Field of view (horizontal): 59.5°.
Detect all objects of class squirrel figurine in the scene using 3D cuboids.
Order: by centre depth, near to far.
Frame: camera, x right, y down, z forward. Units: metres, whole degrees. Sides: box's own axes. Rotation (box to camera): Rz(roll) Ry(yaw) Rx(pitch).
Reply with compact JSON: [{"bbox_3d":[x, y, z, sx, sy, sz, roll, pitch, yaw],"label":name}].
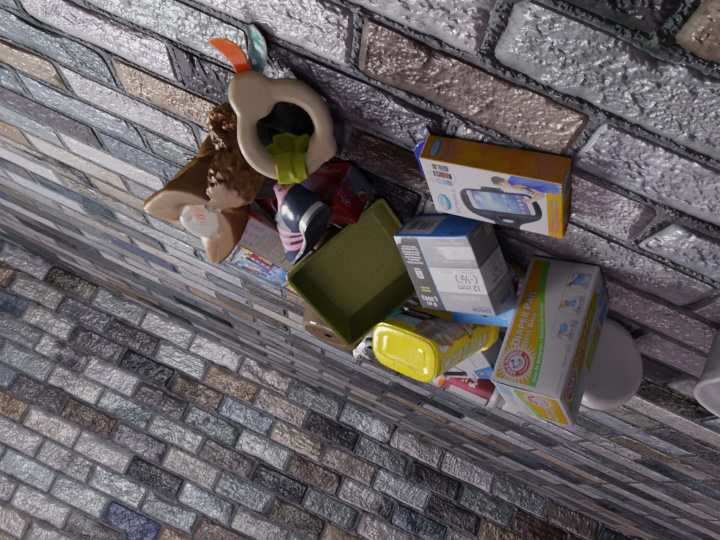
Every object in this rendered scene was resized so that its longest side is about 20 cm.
[{"bbox_3d":[-0.197,-0.151,0.923,0.140,0.189,0.199,34,133,-24],"label":"squirrel figurine"}]

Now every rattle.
[{"bbox_3d":[-0.113,-0.225,0.817,0.129,0.144,0.201,-27,115,27],"label":"rattle"}]

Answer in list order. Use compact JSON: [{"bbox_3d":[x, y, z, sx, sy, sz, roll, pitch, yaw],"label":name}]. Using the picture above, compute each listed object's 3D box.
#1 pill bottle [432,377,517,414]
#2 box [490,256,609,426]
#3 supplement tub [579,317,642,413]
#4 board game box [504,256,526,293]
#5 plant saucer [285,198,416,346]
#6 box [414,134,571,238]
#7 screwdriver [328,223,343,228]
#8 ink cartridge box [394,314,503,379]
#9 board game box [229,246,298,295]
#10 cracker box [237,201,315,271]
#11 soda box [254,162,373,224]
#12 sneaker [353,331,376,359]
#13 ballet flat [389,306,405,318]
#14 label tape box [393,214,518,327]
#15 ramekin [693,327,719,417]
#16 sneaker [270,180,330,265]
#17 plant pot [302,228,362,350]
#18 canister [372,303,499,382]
[{"bbox_3d":[0.268,0.236,1.403,0.196,0.111,0.110,22,161,8],"label":"pill bottle"},{"bbox_3d":[0.275,0.100,0.902,0.100,0.203,0.113,10,157,35],"label":"box"},{"bbox_3d":[0.356,0.165,1.056,0.142,0.147,0.200,26,160,-3],"label":"supplement tub"},{"bbox_3d":[0.186,0.018,1.047,0.156,0.040,0.200,29,160,-9],"label":"board game box"},{"bbox_3d":[0.000,0.000,1.042,0.201,0.199,0.048,50,-177,-37],"label":"plant saucer"},{"bbox_3d":[0.156,-0.104,0.774,0.196,0.042,0.119,14,158,25],"label":"box"},{"bbox_3d":[-0.035,-0.077,1.103,0.197,0.028,0.029,27,-169,-5],"label":"screwdriver"},{"bbox_3d":[0.177,0.155,1.286,0.196,0.085,0.145,-3,150,29],"label":"ink cartridge box"},{"bbox_3d":[-0.170,-0.015,1.375,0.197,0.063,0.199,30,160,-15],"label":"board game box"},{"bbox_3d":[-0.172,-0.077,1.083,0.134,0.058,0.199,48,-171,33],"label":"cracker box"},{"bbox_3d":[-0.078,-0.120,0.977,0.197,0.071,0.063,6,153,44],"label":"soda box"},{"bbox_3d":[0.032,0.148,1.245,0.074,0.090,0.199,32,177,-41],"label":"sneaker"},{"bbox_3d":[0.016,0.060,1.355,0.197,0.068,0.070,31,-176,-14],"label":"ballet flat"},{"bbox_3d":[0.150,0.017,0.946,0.141,0.066,0.203,4,125,47],"label":"label tape box"},{"bbox_3d":[0.555,0.144,0.826,0.197,0.099,0.201,23,160,9],"label":"ramekin"},{"bbox_3d":[-0.096,-0.074,0.934,0.082,0.070,0.200,42,157,5],"label":"sneaker"},{"bbox_3d":[-0.023,0.048,1.184,0.196,0.178,0.201,21,160,8],"label":"plant pot"},{"bbox_3d":[0.133,0.111,1.102,0.146,0.089,0.198,17,-156,37],"label":"canister"}]
